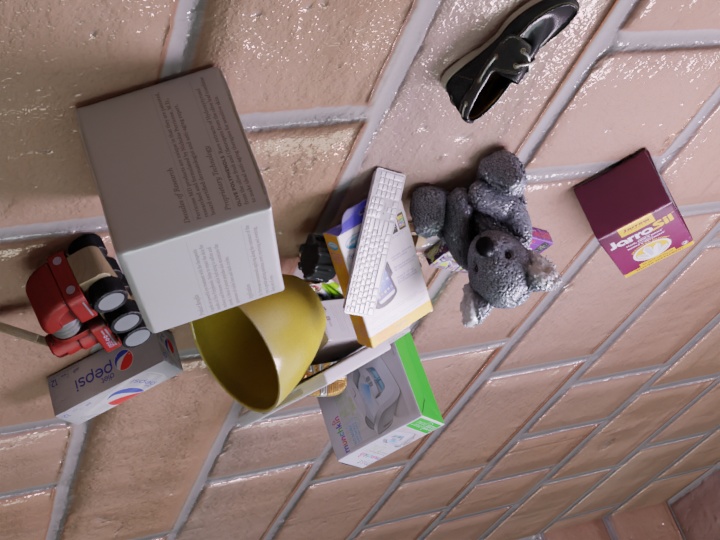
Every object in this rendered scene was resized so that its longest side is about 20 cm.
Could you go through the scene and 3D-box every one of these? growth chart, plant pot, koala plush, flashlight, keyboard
[{"bbox_3d":[-0.104,0.070,1.836,0.199,0.018,0.145,-29,153,18],"label":"growth chart"},{"bbox_3d":[-0.133,0.084,1.682,0.142,0.200,0.200,-32,163,-34],"label":"plant pot"},{"bbox_3d":[0.191,-0.027,1.638,0.176,0.201,0.184,-26,144,10],"label":"koala plush"},{"bbox_3d":[0.000,0.000,1.663,0.199,0.068,0.068,7,133,-41],"label":"flashlight"},{"bbox_3d":[0.019,-0.037,1.578,0.056,0.202,0.011,11,-177,-37],"label":"keyboard"}]

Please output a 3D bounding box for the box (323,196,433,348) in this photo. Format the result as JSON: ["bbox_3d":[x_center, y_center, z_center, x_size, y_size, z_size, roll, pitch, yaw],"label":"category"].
[{"bbox_3d":[0.024,-0.007,1.619,0.119,0.202,0.041,-30,-157,-28],"label":"box"}]

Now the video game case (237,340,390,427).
[{"bbox_3d":[-0.069,0.170,1.775,0.181,0.023,0.200,-29,176,31],"label":"video game case"}]

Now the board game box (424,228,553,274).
[{"bbox_3d":[0.208,-0.035,1.857,0.199,0.032,0.120,10,136,-46],"label":"board game box"}]

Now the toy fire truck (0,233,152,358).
[{"bbox_3d":[-0.398,0.052,1.504,0.199,0.129,0.176,-29,154,-7],"label":"toy fire truck"}]

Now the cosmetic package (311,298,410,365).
[{"bbox_3d":[-0.023,0.095,1.841,0.199,0.075,0.101,-3,154,-47],"label":"cosmetic package"}]

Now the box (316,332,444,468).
[{"bbox_3d":[0.022,0.206,1.978,0.176,0.201,0.097,-29,152,19],"label":"box"}]

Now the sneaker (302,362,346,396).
[{"bbox_3d":[-0.123,0.176,1.947,0.198,0.076,0.088,7,162,-10],"label":"sneaker"}]

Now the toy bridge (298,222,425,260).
[{"bbox_3d":[0.004,-0.043,1.692,0.198,0.027,0.067,-12,150,-17],"label":"toy bridge"}]

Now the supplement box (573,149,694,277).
[{"bbox_3d":[0.438,-0.086,1.841,0.130,0.104,0.200,-28,152,16],"label":"supplement box"}]

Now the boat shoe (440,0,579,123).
[{"bbox_3d":[0.187,-0.256,1.387,0.200,0.068,0.072,-39,147,28],"label":"boat shoe"}]

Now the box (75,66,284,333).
[{"bbox_3d":[-0.198,-0.075,1.296,0.170,0.201,0.199,-19,154,-8],"label":"box"}]

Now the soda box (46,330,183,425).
[{"bbox_3d":[-0.372,0.159,1.752,0.199,0.069,0.063,-27,153,11],"label":"soda box"}]
